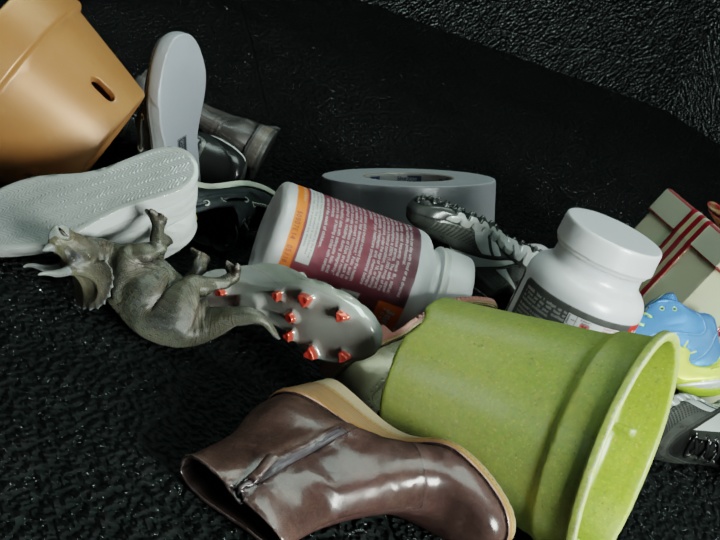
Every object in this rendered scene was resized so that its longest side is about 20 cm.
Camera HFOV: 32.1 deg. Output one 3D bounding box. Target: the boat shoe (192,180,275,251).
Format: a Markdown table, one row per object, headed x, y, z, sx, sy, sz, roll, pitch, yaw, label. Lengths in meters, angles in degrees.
| x | y | z | sx | sy | sz | roll | pitch | yaw | label |
| --- | --- | --- | --- | --- | --- | --- | --- | --- | --- |
| -0.146 | -0.051 | 1.243 | 0.199 | 0.074 | 0.066 | 12 | 49 | -54 | boat shoe |

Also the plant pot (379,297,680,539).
| x | y | z | sx | sy | sz | roll | pitch | yaw | label |
| --- | --- | --- | --- | --- | --- | --- | --- | --- | --- |
| 0.123 | 0.112 | 0.972 | 0.184 | 0.200 | 0.200 | 20 | 15 | 25 | plant pot |

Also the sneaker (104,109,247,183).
| x | y | z | sx | sy | sz | roll | pitch | yaw | label |
| --- | --- | --- | --- | --- | --- | --- | --- | --- | --- |
| -0.220 | -0.129 | 1.326 | 0.200 | 0.076 | 0.088 | 21 | -1 | 17 | sneaker |

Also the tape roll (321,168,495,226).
| x | y | z | sx | sy | sz | roll | pitch | yaw | label |
| --- | --- | --- | --- | --- | --- | --- | --- | --- | --- |
| 0.054 | -0.076 | 1.436 | 0.200 | 0.066 | 0.200 | 2 | 10 | 0 | tape roll |

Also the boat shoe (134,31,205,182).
| x | y | z | sx | sy | sz | roll | pitch | yaw | label |
| --- | --- | --- | --- | --- | --- | --- | --- | --- | --- |
| -0.197 | -0.144 | 1.245 | 0.057 | 0.200 | 0.069 | 23 | 35 | 27 | boat shoe |

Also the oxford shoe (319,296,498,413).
| x | y | z | sx | sy | sz | roll | pitch | yaw | label |
| --- | --- | --- | --- | --- | --- | --- | --- | --- | --- |
| 0.057 | 0.080 | 1.107 | 0.200 | 0.071 | 0.074 | -21 | 65 | -35 | oxford shoe |

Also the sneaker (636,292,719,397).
| x | y | z | sx | sy | sz | roll | pitch | yaw | label |
| --- | --- | --- | --- | --- | --- | --- | --- | --- | --- |
| 0.280 | 0.076 | 1.289 | 0.200 | 0.105 | 0.076 | 4 | -18 | -8 | sneaker |

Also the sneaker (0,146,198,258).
| x | y | z | sx | sy | sz | roll | pitch | yaw | label |
| --- | --- | --- | --- | --- | --- | --- | --- | --- | --- |
| -0.234 | -0.032 | 1.082 | 0.200 | 0.116 | 0.074 | -15 | 61 | -13 | sneaker |

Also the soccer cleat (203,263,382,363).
| x | y | z | sx | sy | sz | roll | pitch | yaw | label |
| --- | --- | --- | --- | --- | --- | --- | --- | --- | --- |
| -0.055 | 0.027 | 1.060 | 0.200 | 0.069 | 0.078 | 12 | 25 | 36 | soccer cleat |

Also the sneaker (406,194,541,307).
| x | y | z | sx | sy | sz | roll | pitch | yaw | label |
| --- | --- | --- | --- | --- | --- | --- | --- | --- | --- |
| 0.112 | -0.012 | 1.301 | 0.200 | 0.091 | 0.066 | 25 | 1 | -45 | sneaker |

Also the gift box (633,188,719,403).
| x | y | z | sx | sy | sz | roll | pitch | yaw | label |
| --- | --- | --- | --- | --- | --- | --- | --- | --- | --- |
| 0.393 | 0.033 | 1.430 | 0.200 | 0.187 | 0.185 | 33 | 14 | -32 | gift box |

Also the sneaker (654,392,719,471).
| x | y | z | sx | sy | sz | roll | pitch | yaw | label |
| --- | --- | --- | --- | --- | --- | --- | --- | --- | --- |
| 0.351 | 0.170 | 1.242 | 0.200 | 0.066 | 0.090 | 7 | 23 | -47 | sneaker |

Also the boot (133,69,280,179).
| x | y | z | sx | sy | sz | roll | pitch | yaw | label |
| --- | --- | --- | --- | --- | --- | --- | --- | --- | --- |
| -0.183 | -0.177 | 1.442 | 0.174 | 0.069 | 0.200 | 28 | -2 | -5 | boot |

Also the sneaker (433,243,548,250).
| x | y | z | sx | sy | sz | roll | pitch | yaw | label |
| --- | --- | --- | --- | --- | --- | --- | --- | --- | --- |
| 0.114 | -0.002 | 1.432 | 0.200 | 0.078 | 0.112 | -2 | 13 | -35 | sneaker |

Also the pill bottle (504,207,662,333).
| x | y | z | sx | sy | sz | roll | pitch | yaw | label |
| --- | --- | --- | --- | --- | --- | --- | --- | --- | --- |
| 0.191 | 0.051 | 1.159 | 0.116 | 0.200 | 0.116 | 21 | 19 | -8 | pill bottle |

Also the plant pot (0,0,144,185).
| x | y | z | sx | sy | sz | roll | pitch | yaw | label |
| --- | --- | --- | --- | --- | --- | --- | --- | --- | --- |
| -0.299 | -0.155 | 1.173 | 0.140 | 0.200 | 0.200 | 39 | 16 | -11 | plant pot |

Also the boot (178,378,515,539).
| x | y | z | sx | sy | sz | roll | pitch | yaw | label |
| --- | --- | --- | --- | --- | --- | --- | --- | --- | --- |
| -0.007 | 0.160 | 0.870 | 0.200 | 0.072 | 0.166 | 33 | 32 | 20 | boot |

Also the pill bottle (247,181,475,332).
| x | y | z | sx | sy | sz | roll | pitch | yaw | label |
| --- | --- | --- | --- | --- | --- | --- | --- | --- | --- |
| 0.000 | 0.000 | 1.202 | 0.200 | 0.114 | 0.114 | 19 | 19 | -12 | pill bottle |

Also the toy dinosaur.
| x | y | z | sx | sy | sz | roll | pitch | yaw | label |
| --- | --- | --- | --- | --- | --- | --- | --- | --- | --- |
| -0.163 | 0.018 | 1.024 | 0.200 | 0.102 | 0.077 | 34 | -19 | -6 | toy dinosaur |
